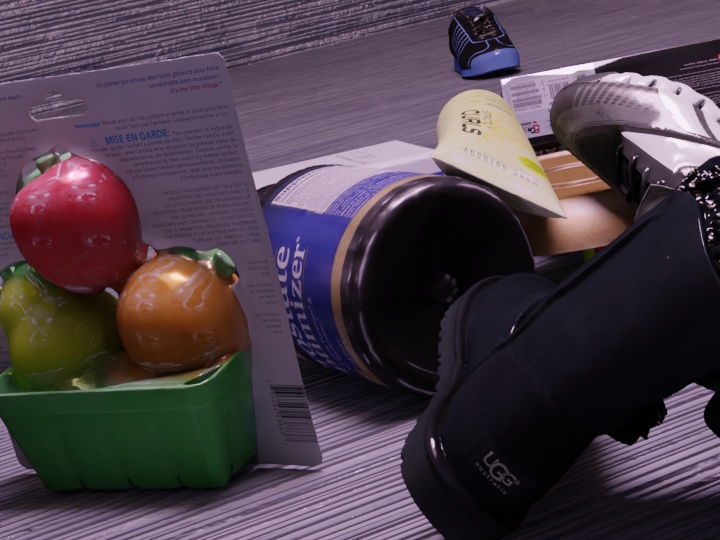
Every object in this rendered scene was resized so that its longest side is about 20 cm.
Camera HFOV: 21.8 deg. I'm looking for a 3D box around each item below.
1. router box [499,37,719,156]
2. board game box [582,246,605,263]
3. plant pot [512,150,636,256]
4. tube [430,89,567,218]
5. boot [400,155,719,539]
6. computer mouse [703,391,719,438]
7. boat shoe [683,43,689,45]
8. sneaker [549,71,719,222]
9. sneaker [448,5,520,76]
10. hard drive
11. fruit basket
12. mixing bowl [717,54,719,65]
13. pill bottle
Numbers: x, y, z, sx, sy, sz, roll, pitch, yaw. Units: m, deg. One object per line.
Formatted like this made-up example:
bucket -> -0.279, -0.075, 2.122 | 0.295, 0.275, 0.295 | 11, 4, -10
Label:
router box -> 0.195, -0.091, 1.239 | 0.198, 0.053, 0.157 | -10, -19, 4
board game box -> 0.181, -0.025, 1.120 | 0.101, 0.048, 0.200 | -10, 12, 6
plant pot -> 0.128, -0.046, 1.087 | 0.198, 0.028, 0.200 | -10, 12, 2
tube -> 0.072, -0.063, 1.035 | 0.057, 0.052, 0.200 | -17, 12, 5
boot -> 0.108, 0.017, 0.758 | 0.168, 0.077, 0.200 | -39, 7, 24
computer mouse -> 0.224, 0.066, 0.668 | 0.198, 0.046, 0.141 | -9, 17, 15
boat shoe -> 0.385, -0.199, 1.694 | 0.199, 0.072, 0.070 | -13, 12, -9
sneaker -> 0.168, -0.037, 0.949 | 0.199, 0.067, 0.090 | 33, 47, 26
sneaker -> 0.145, -0.284, 2.297 | 0.069, 0.079, 0.200 | -12, 12, -9
hard drive -> -0.042, -0.076, 1.616 | 0.198, 0.026, 0.132 | -14, 12, -15
fruit basket -> -0.115, 0.002, 0.890 | 0.184, 0.202, 0.094 | -5, 14, 28
mixing bowl -> 0.260, -0.090, 1.019 | 0.107, 0.202, 0.200 | -17, 10, 11
pill bottle -> 0.000, 0.000, 1.012 | 0.111, 0.113, 0.200 | -16, 12, -25
